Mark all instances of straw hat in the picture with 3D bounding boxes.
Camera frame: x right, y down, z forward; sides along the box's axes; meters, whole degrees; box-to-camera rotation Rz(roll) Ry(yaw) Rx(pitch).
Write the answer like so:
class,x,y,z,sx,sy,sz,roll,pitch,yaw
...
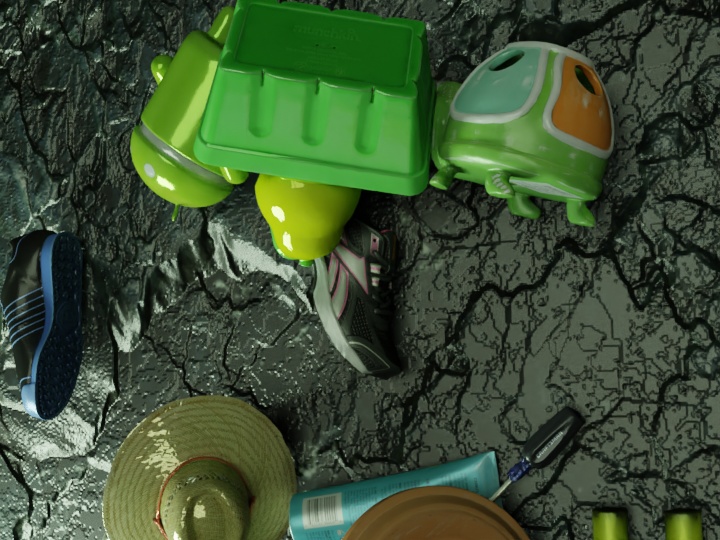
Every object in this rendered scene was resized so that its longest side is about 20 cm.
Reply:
class,x,y,z,sx,sy,sz,roll,pitch,yaw
straw hat,-0.140,0.224,0.927,0.199,0.085,0.204,-5,108,-16

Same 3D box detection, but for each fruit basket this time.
class,x,y,z,sx,sy,sz,roll,pitch,yaw
fruit basket,-0.037,-0.114,0.880,0.213,0.216,0.157,-8,51,22

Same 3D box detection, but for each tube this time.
class,x,y,z,sx,sy,sz,roll,pitch,yaw
tube,0.033,0.219,0.939,0.198,0.050,0.078,-11,93,16

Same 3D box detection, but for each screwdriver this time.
class,x,y,z,sx,sy,sz,roll,pitch,yaw
screwdriver,0.120,0.194,0.898,0.200,0.028,0.029,-43,116,4

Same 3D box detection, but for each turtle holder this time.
class,x,y,z,sx,sy,sz,roll,pitch,yaw
turtle holder,0.138,-0.119,0.875,0.139,0.185,0.133,15,91,-10

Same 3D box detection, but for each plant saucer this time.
class,x,y,z,sx,sy,sz,roll,pitch,yaw
plant saucer,0.067,0.280,0.842,0.198,0.032,0.203,4,72,-14

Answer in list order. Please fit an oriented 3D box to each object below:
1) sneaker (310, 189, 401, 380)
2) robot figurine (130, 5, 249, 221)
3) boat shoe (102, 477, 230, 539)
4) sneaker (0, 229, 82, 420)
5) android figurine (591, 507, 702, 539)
class,x,y,z,sx,sy,sz,roll,pitch,yaw
sneaker,0.000,0.000,0.945,0.086,0.080,0.202,-26,79,18
robot figurine,-0.146,-0.150,0.992,0.201,0.115,0.176,-56,43,12
boat shoe,-0.161,0.223,1.007,0.201,0.072,0.060,-38,101,6
sneaker,-0.348,0.057,1.096,0.077,0.070,0.203,0,81,27
android figurine,0.243,0.300,0.847,0.180,0.041,0.203,-6,84,22
